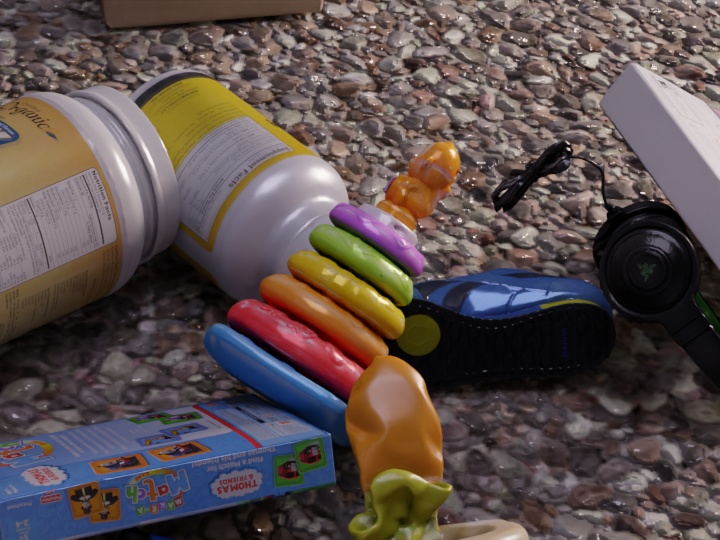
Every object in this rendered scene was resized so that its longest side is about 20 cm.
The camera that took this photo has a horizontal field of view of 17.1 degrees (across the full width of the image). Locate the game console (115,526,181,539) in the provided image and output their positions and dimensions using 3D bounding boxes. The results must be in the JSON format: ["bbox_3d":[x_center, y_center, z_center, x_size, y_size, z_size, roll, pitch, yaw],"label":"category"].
[{"bbox_3d":[-0.104,0.253,1.332,0.170,0.118,0.200,18,27,-38],"label":"game console"}]

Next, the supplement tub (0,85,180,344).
[{"bbox_3d":[-0.233,-0.032,1.568,0.200,0.145,0.145,-27,49,-34],"label":"supplement tub"}]

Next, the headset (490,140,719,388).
[{"bbox_3d":[0.178,0.001,1.581,0.094,0.200,0.124,-36,9,9],"label":"headset"}]

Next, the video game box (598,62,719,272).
[{"bbox_3d":[0.276,-0.045,1.660,0.182,0.047,0.200,21,27,-36],"label":"video game box"}]

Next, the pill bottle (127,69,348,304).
[{"bbox_3d":[-0.079,-0.046,1.632,0.112,0.112,0.200,-26,49,-34],"label":"pill bottle"}]

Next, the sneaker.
[{"bbox_3d":[0.069,0.033,1.600,0.200,0.066,0.078,-1,24,-7],"label":"sneaker"}]

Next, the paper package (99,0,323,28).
[{"bbox_3d":[-0.120,-0.304,1.877,0.190,0.200,0.104,-5,39,-13],"label":"paper package"}]

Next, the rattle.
[{"bbox_3d":[0.029,0.128,1.351,0.130,0.143,0.200,8,2,15],"label":"rattle"}]

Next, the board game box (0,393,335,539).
[{"bbox_3d":[-0.134,0.118,1.427,0.200,0.037,0.151,-9,10,-19],"label":"board game box"}]

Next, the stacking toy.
[{"bbox_3d":[0.000,0.000,1.509,0.110,0.116,0.200,32,85,16],"label":"stacking toy"}]
